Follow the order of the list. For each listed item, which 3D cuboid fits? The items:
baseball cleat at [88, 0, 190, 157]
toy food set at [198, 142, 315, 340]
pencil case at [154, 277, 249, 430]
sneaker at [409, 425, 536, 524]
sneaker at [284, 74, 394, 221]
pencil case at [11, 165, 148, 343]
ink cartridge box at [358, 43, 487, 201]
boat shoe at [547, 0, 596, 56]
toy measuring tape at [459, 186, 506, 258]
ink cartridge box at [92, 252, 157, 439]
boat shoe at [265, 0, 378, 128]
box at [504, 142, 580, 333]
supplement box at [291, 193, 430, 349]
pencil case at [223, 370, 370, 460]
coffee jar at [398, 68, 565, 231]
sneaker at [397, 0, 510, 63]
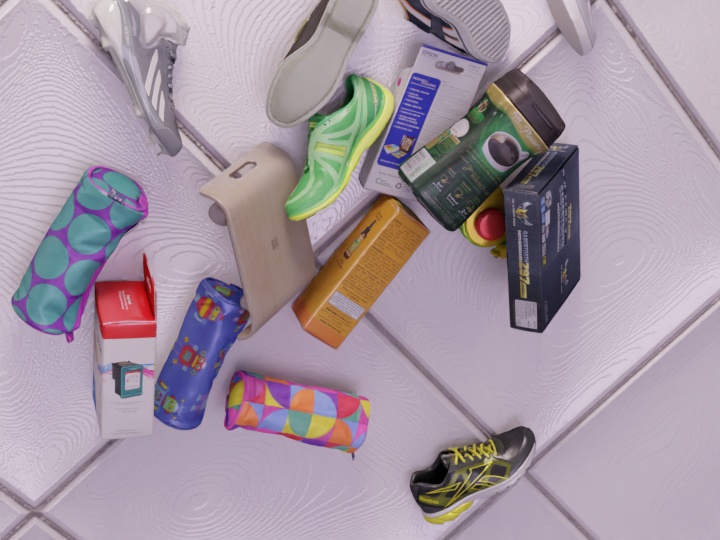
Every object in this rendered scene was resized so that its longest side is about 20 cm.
[{"bbox_3d":[-0.229,-0.229,1.541,0.106,0.070,0.201,-27,121,-3],"label":"baseball cleat"},{"bbox_3d":[-0.127,-0.035,1.639,0.143,0.060,0.201,-43,131,-47],"label":"toy food set"},{"bbox_3d":[-0.200,0.102,1.705,0.078,0.087,0.201,30,105,9],"label":"pencil case"},{"bbox_3d":[0.158,0.280,1.907,0.200,0.075,0.085,-37,120,2],"label":"sneaker"},{"bbox_3d":[-0.040,-0.150,1.635,0.083,0.074,0.201,35,81,-18],"label":"sneaker"},{"bbox_3d":[-0.331,-0.021,1.599,0.092,0.085,0.201,33,103,-1],"label":"pencil case"},{"bbox_3d":[0.076,-0.183,1.673,0.094,0.037,0.201,13,117,-22],"label":"ink cartridge box"},{"bbox_3d":[0.258,-0.361,1.642,0.068,0.072,0.201,-27,111,-4],"label":"boat shoe"},{"bbox_3d":[0.144,-0.097,1.731,0.073,0.074,0.201,-28,111,-3],"label":"toy measuring tape"},{"bbox_3d":[-0.289,0.091,1.648,0.067,0.116,0.201,-2,114,-16],"label":"ink cartridge box"},{"bbox_3d":[-0.046,-0.259,1.590,0.071,0.061,0.202,32,102,-16],"label":"boat shoe"},{"bbox_3d":[0.238,-0.044,1.738,0.051,0.158,0.201,9,120,25],"label":"box"},{"bbox_3d":[0.000,0.000,1.727,0.069,0.067,0.200,31,103,-28],"label":"supplement box"},{"bbox_3d":[-0.083,0.189,1.783,0.199,0.088,0.089,17,109,-24],"label":"pencil case"},{"bbox_3d":[0.149,-0.149,1.646,0.200,0.085,0.104,-40,118,7],"label":"coffee jar"},{"bbox_3d":[0.108,-0.314,1.611,0.200,0.079,0.079,31,79,-52],"label":"sneaker"}]
